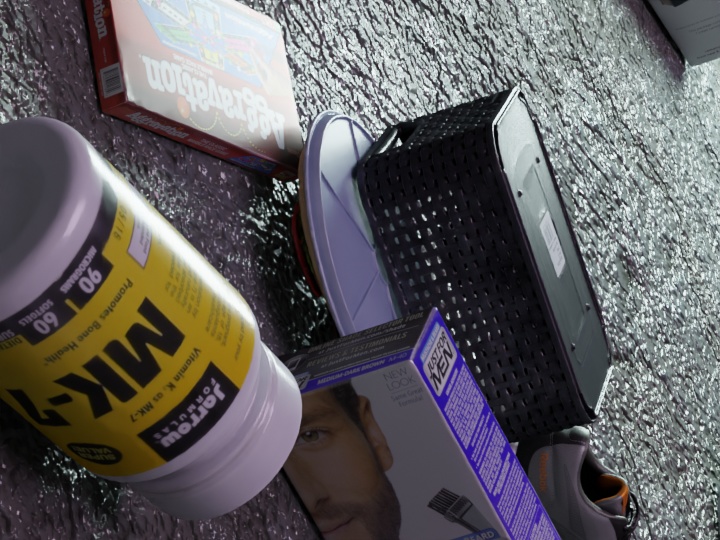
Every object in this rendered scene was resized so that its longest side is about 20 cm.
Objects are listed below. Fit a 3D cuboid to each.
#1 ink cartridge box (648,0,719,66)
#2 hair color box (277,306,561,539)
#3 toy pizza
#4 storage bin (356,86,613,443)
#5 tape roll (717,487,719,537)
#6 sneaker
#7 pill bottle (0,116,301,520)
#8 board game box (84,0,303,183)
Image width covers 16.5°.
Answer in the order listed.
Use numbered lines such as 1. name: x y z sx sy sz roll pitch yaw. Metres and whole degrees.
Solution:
1. ink cartridge box: 0.299 -0.314 2.313 0.200 0.084 0.146 50 32 -38
2. hair color box: 0.034 0.130 1.424 0.200 0.109 0.065 61 28 -19
3. toy pizza: 0.000 0.000 1.527 0.200 0.032 0.201 -16 90 -73
4. storage bin: 0.082 0.000 1.574 0.135 0.094 0.200 -55 128 -68
5. tape roll: 0.390 0.196 2.006 0.066 0.200 0.201 42 38 -47
6. sneaker: 0.159 0.183 1.683 0.200 0.079 0.074 57 27 -31
7. pill bottle: -0.119 0.029 1.174 0.200 0.114 0.115 46 34 -41
8. board game box: -0.095 -0.119 1.442 0.200 0.019 0.103 19 58 -60
